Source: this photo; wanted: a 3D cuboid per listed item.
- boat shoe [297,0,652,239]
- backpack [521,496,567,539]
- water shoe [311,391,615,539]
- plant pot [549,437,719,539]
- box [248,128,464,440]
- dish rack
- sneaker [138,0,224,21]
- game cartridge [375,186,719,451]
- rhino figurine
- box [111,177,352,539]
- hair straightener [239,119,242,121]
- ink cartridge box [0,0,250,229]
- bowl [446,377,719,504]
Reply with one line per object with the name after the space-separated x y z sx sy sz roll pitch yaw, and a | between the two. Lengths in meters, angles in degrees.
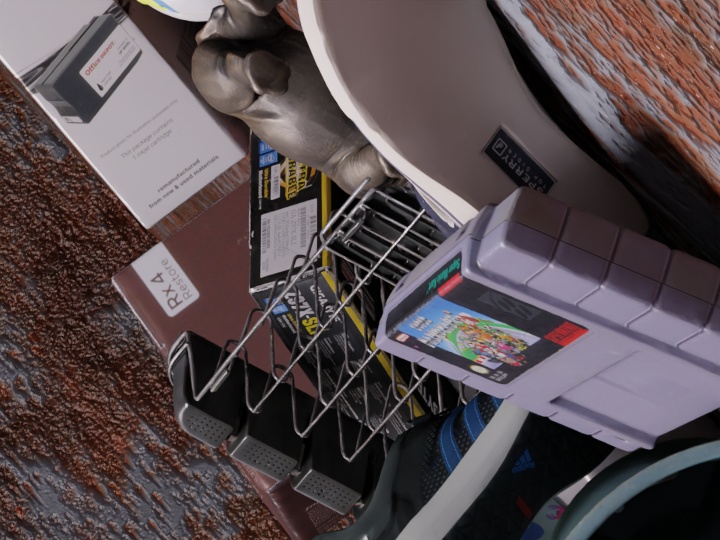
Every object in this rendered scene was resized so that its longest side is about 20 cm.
0.029 -0.062 1.106 0.200 0.075 0.093 50 166 -25 | boat shoe
0.067 0.216 1.336 0.177 0.199 0.151 43 156 47 | backpack
0.053 0.075 1.212 0.079 0.200 0.072 22 152 42 | water shoe
0.156 0.156 1.155 0.200 0.200 0.196 48 -178 -4 | plant pot
0.000 0.000 1.422 0.200 0.049 0.160 58 -158 -46 | box
0.015 0.036 1.289 0.153 0.200 0.055 28 -144 -19 | dish rack
-0.123 -0.203 1.278 0.200 0.076 0.105 49 173 0 | sneaker
0.084 0.025 1.075 0.129 0.039 0.200 18 164 -9 | game cartridge
0.004 -0.066 1.302 0.199 0.060 0.087 34 164 -16 | rhino figurine
-0.028 0.044 1.678 0.166 0.164 0.200 53 175 15 | box
-0.059 -0.114 1.533 0.077 0.041 0.200 49 176 -14 | hair straightener
-0.158 -0.145 1.653 0.200 0.084 0.145 50 -166 -18 | ink cartridge box
0.143 0.107 1.392 0.200 0.075 0.200 50 173 -27 | bowl
